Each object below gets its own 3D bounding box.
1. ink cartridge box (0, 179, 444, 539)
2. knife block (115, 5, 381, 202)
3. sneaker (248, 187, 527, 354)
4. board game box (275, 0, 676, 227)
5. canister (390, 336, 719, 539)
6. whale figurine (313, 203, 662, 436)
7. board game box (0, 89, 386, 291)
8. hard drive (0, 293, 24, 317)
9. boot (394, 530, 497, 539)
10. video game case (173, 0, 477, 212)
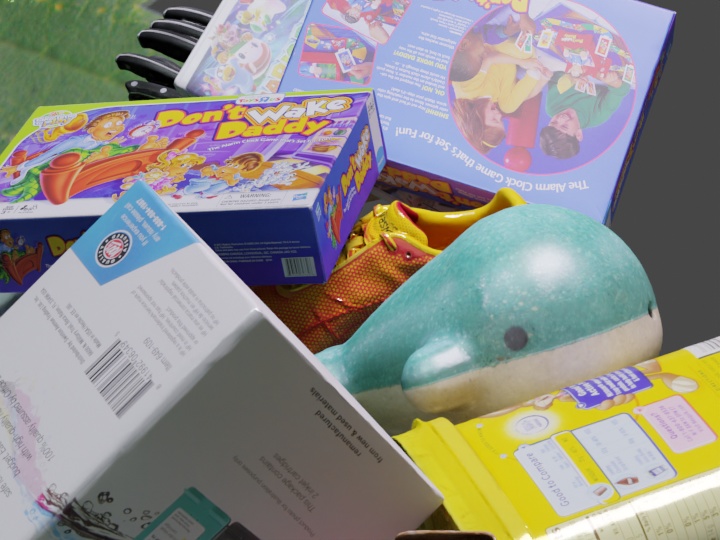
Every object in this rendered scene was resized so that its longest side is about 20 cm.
[{"bbox_3d":[-0.101,0.098,1.147,0.200,0.146,0.147,-44,35,-1],"label":"ink cartridge box"},{"bbox_3d":[-0.046,-0.110,1.597,0.198,0.064,0.176,-13,42,0],"label":"knife block"},{"bbox_3d":[0.000,0.000,1.414,0.199,0.078,0.073,-17,32,-5],"label":"sneaker"},{"bbox_3d":[0.062,-0.106,1.470,0.199,0.045,0.135,18,75,10],"label":"board game box"},{"bbox_3d":[0.130,0.104,1.186,0.199,0.087,0.149,-18,31,-12],"label":"canister"},{"bbox_3d":[0.049,0.028,1.309,0.199,0.105,0.159,-13,4,22],"label":"whale figurine"},{"bbox_3d":[-0.099,-0.043,1.393,0.198,0.045,0.135,-2,29,17],"label":"board game box"},{"bbox_3d":[-0.248,0.057,1.380,0.199,0.026,0.132,-21,16,-14],"label":"hard drive"},{"bbox_3d":[0.066,0.164,1.036,0.198,0.156,0.074,-14,30,-4],"label":"boot"},{"bbox_3d":[0.012,-0.121,1.512,0.199,0.018,0.144,27,77,13],"label":"video game case"}]
